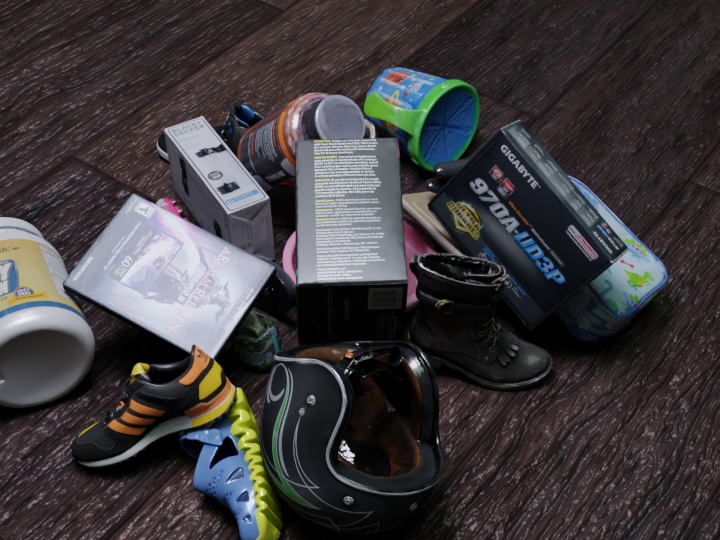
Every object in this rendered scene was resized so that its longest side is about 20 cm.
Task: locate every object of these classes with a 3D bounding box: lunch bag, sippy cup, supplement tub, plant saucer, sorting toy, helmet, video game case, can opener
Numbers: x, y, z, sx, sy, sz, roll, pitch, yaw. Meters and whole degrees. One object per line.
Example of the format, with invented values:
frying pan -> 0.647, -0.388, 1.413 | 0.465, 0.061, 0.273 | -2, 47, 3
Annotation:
lunch bag -> 0.279, -0.017, 1.452 | 0.200, 0.082, 0.161 | 47, 46, 11
sippy cup -> 0.082, -0.229, 1.674 | 0.130, 0.178, 0.140 | 33, 76, 35
supplement tub -> -0.406, 0.046, 1.362 | 0.144, 0.145, 0.200 | -18, 47, -19
plant saucer -> 0.000, 0.000, 1.492 | 0.200, 0.051, 0.201 | 1, 45, -1
sorting toy -> 0.157, -0.047, 1.521 | 0.200, 0.037, 0.185 | -5, 39, -42
helmet -> -0.011, 0.176, 1.211 | 0.199, 0.191, 0.200 | -4, 3, 0
video game case -> -0.218, 0.009, 1.327 | 0.200, 0.019, 0.143 | 26, 63, 13
can opener -> 0.171, -0.128, 1.561 | 0.200, 0.063, 0.079 | 2, 35, -39
supplement tub -> -0.073, -0.162, 1.472 | 0.107, 0.200, 0.107 | 5, 79, -29

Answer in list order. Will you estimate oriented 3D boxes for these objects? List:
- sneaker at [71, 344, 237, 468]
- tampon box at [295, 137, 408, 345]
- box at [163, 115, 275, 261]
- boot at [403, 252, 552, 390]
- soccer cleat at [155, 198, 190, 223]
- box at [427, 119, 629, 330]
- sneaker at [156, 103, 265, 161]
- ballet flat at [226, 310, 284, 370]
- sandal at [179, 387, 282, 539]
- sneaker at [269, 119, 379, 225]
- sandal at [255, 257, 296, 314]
sneaker -> -0.240, 0.142, 1.267 | 0.200, 0.090, 0.070 | -23, 27, 10
tampon box -> -0.013, -0.033, 1.368 | 0.126, 0.150, 0.200 | -1, 59, -2
box -> -0.189, -0.102, 1.543 | 0.060, 0.117, 0.200 | -24, 49, -21
boot -> 0.142, 0.056, 1.339 | 0.199, 0.174, 0.069 | 12, 51, -1
soccer cleat -> -0.222, -0.003, 1.384 | 0.086, 0.070, 0.200 | -29, 58, -4
box -> 0.193, -0.051, 1.362 | 0.200, 0.159, 0.046 | 51, 44, 7
sneaker -> -0.198, -0.195, 1.642 | 0.199, 0.112, 0.073 | 16, 45, 14
ballet flat -> -0.174, 0.049, 1.423 | 0.200, 0.074, 0.074 | 26, 49, 23
sandal -> -0.140, 0.222, 1.248 | 0.087, 0.080, 0.200 | -20, 43, -4
sneaker -> -0.050, -0.146, 1.611 | 0.200, 0.090, 0.067 | -32, 54, -30
sandal -> -0.162, 0.013, 1.462 | 0.200, 0.076, 0.043 | 18, 44, 31
